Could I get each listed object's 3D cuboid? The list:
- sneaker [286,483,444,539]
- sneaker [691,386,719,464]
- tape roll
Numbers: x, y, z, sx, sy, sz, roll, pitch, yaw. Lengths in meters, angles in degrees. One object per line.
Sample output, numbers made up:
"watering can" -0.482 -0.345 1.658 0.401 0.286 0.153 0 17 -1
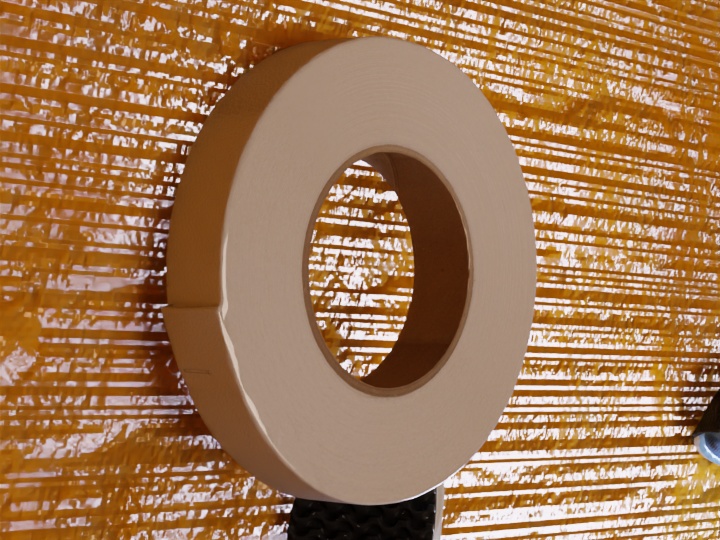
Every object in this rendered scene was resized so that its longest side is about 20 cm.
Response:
"sneaker" 0.004 0.159 1.183 0.093 0.070 0.202 -8 102 -83
"sneaker" 0.285 0.112 1.509 0.199 0.090 0.079 21 103 -36
"tape roll" 0.000 0.000 1.081 0.202 0.037 0.205 -1 91 -47
